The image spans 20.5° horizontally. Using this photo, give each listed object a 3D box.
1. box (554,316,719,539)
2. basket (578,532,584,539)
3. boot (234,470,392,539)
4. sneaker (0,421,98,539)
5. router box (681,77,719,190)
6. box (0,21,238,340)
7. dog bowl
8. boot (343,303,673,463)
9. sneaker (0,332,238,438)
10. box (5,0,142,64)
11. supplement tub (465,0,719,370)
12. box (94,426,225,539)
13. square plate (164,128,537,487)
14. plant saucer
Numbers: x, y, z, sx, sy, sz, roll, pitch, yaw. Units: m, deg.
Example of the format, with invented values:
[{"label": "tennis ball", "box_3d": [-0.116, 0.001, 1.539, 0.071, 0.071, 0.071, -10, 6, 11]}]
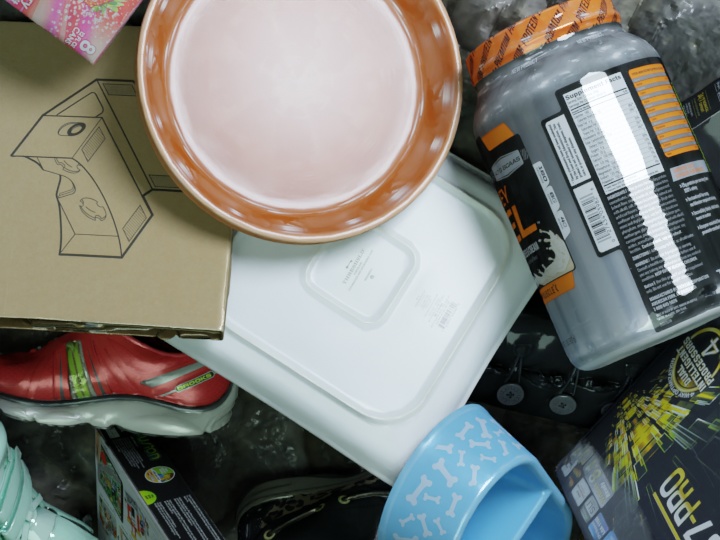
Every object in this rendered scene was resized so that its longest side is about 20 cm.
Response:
[{"label": "box", "box_3d": [0.208, 0.132, 1.190, 0.049, 0.200, 0.161, 28, 113, -27]}, {"label": "basket", "box_3d": [0.259, 0.218, 1.294, 0.199, 0.149, 0.144, -24, 105, 5]}, {"label": "boot", "box_3d": [0.011, 0.199, 1.315, 0.202, 0.154, 0.074, -9, 125, 8]}, {"label": "sneaker", "box_3d": [-0.220, 0.156, 1.327, 0.117, 0.074, 0.201, 19, 152, -4]}, {"label": "router box", "box_3d": [0.314, -0.060, 1.230, 0.157, 0.052, 0.200, -33, 109, 17]}, {"label": "box", "box_3d": [-0.155, -0.057, 1.202, 0.162, 0.202, 0.021, 3, 157, 1]}, {"label": "dog bowl", "box_3d": [0.077, 0.160, 1.240, 0.049, 0.200, 0.112, 30, 78, 29]}, {"label": "boot", "box_3d": [0.099, 0.081, 1.310, 0.198, 0.066, 0.165, 6, 142, -15]}, {"label": "sneaker", "box_3d": [-0.179, 0.059, 1.324, 0.198, 0.077, 0.086, 5, 96, 1]}, {"label": "box", "box_3d": [-0.132, -0.235, 1.156, 0.102, 0.095, 0.200, 36, 113, -14]}, {"label": "supplement tub", "box_3d": [0.144, -0.053, 1.177, 0.122, 0.122, 0.201, -24, 83, 15]}, {"label": "box", "box_3d": [-0.127, 0.192, 1.306, 0.034, 0.200, 0.111, -10, 119, -23]}, {"label": "square plate", "box_3d": [0.000, 0.000, 1.214, 0.197, 0.028, 0.201, 32, 77, 3]}, {"label": "plant saucer", "box_3d": [-0.037, -0.115, 1.191, 0.199, 0.032, 0.202, 2, 83, -14]}]
